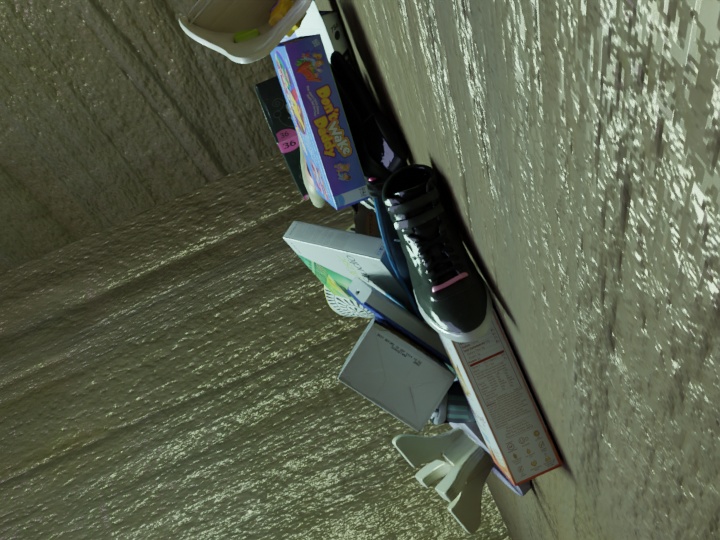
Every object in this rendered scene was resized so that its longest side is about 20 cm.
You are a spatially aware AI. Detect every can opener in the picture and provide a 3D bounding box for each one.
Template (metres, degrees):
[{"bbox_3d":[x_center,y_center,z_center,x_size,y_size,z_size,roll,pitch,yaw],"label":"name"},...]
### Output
[{"bbox_3d":[0.004,-0.194,1.044,0.063,0.079,0.200,-7,-119,-43],"label":"can opener"}]

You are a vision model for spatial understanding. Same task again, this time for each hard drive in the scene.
[{"bbox_3d":[0.078,0.080,1.083,0.200,0.025,0.132,35,-179,-12],"label":"hard drive"}]

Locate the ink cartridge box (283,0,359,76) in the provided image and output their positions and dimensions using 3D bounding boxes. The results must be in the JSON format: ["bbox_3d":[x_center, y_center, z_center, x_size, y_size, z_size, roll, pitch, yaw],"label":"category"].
[{"bbox_3d":[-0.062,-0.299,1.160,0.099,0.039,0.200,13,145,31],"label":"ink cartridge box"}]

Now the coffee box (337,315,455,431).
[{"bbox_3d":[0.042,0.121,1.032,0.113,0.080,0.200,33,180,2],"label":"coffee box"}]

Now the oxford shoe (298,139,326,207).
[{"bbox_3d":[-0.066,-0.186,1.264,0.074,0.071,0.200,112,162,-54],"label":"oxford shoe"}]

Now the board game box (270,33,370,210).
[{"bbox_3d":[-0.052,-0.184,1.031,0.134,0.045,0.200,-133,24,-70],"label":"board game box"}]

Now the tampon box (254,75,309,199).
[{"bbox_3d":[-0.069,-0.240,1.421,0.200,0.150,0.126,66,-179,-67],"label":"tampon box"}]

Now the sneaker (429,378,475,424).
[{"bbox_3d":[0.162,0.178,1.138,0.200,0.087,0.074,-6,-82,-66],"label":"sneaker"}]

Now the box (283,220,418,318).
[{"bbox_3d":[0.000,0.000,1.162,0.200,0.036,0.144,15,153,46],"label":"box"}]

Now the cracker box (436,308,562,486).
[{"bbox_3d":[0.137,0.116,0.897,0.134,0.058,0.200,75,172,-86],"label":"cracker box"}]

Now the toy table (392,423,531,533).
[{"bbox_3d":[0.151,0.295,1.278,0.200,0.117,0.184,47,169,10],"label":"toy table"}]

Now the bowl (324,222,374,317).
[{"bbox_3d":[0.042,0.007,1.453,0.094,0.201,0.201,29,155,38],"label":"bowl"}]

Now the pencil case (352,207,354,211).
[{"bbox_3d":[0.034,-0.086,1.243,0.094,0.091,0.200,77,173,-60],"label":"pencil case"}]

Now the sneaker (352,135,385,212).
[{"bbox_3d":[0.006,-0.162,1.118,0.200,0.074,0.087,59,167,10],"label":"sneaker"}]

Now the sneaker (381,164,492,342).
[{"bbox_3d":[0.068,-0.024,0.818,0.099,0.071,0.200,59,-171,-46],"label":"sneaker"}]

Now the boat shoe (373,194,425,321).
[{"bbox_3d":[0.074,-0.024,1.028,0.200,0.069,0.084,59,-162,-45],"label":"boat shoe"}]

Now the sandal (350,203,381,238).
[{"bbox_3d":[0.005,-0.113,1.184,0.054,0.080,0.200,17,-117,-45],"label":"sandal"}]

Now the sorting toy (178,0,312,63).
[{"bbox_3d":[-0.104,-0.308,0.968,0.107,0.200,0.180,37,-163,-30],"label":"sorting toy"}]

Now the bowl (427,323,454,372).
[{"bbox_3d":[0.112,0.081,1.311,0.200,0.075,0.200,64,-178,-69],"label":"bowl"}]
